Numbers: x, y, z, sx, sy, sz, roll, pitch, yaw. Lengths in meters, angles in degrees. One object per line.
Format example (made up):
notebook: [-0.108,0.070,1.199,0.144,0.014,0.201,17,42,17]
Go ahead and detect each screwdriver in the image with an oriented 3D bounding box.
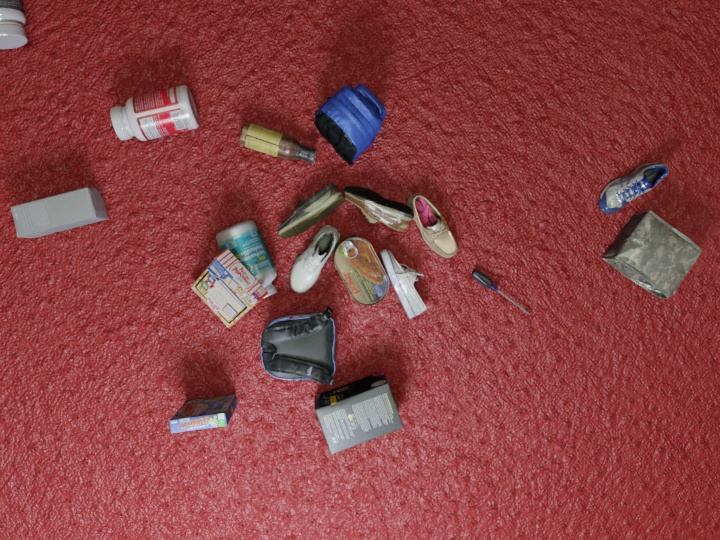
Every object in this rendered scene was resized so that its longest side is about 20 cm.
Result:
screwdriver: [0.386,0.062,1.762,0.200,0.029,0.028,36,89,-8]

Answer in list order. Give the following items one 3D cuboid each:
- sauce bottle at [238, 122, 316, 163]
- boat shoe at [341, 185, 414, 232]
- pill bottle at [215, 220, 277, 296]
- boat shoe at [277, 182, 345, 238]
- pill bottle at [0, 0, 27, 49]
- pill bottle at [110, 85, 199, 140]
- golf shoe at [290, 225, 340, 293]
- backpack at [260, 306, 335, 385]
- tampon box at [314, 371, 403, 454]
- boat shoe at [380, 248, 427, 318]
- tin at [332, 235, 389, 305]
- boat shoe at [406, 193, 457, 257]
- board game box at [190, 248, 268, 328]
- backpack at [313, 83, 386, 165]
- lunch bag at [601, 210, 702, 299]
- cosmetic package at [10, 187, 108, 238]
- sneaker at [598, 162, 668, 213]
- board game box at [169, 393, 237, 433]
sauce bottle: [-0.215,-0.328,1.687,0.200,0.066,0.066,20,91,-5]
boat shoe: [0.040,-0.158,1.704,0.200,0.076,0.074,24,119,7]
pill bottle: [-0.288,-0.022,1.671,0.111,0.111,0.200,-24,94,-2]
boat shoe: [-0.137,-0.159,1.700,0.201,0.072,0.066,-32,73,8]
pill bottle: [-0.907,-0.668,1.605,0.113,0.113,0.200,-14,92,-3]
pill bottle: [-0.523,-0.396,1.640,0.200,0.112,0.112,-14,93,-3]
golf shoe: [-0.125,-0.030,1.688,0.078,0.097,0.200,29,91,-5]
backpack: [-0.164,0.195,1.668,0.190,0.154,0.200,0,86,-12]
tampon box: [-0.007,0.367,1.684,0.200,0.150,0.126,-20,94,-3]
boat shoe: [0.126,0.024,1.717,0.086,0.075,0.202,-26,96,-2]
tin: [0.000,0.000,1.701,0.112,0.042,0.200,-31,111,-10]
boat shoe: [0.193,-0.118,1.717,0.074,0.069,0.200,-38,94,-1]
board game box: [-0.337,0.050,1.634,0.152,0.200,0.046,49,50,-5]
backpack: [-0.024,-0.386,1.628,0.162,0.200,0.168,42,89,-3]
lunch bag: [0.792,-0.039,1.735,0.200,0.118,0.164,36,89,1]
cosmetic package: [-0.762,-0.147,1.639,0.200,0.107,0.090,-12,93,-1]
sneaker: [0.737,-0.229,1.739,0.200,0.088,0.075,-39,96,0]
board game box: [-0.394,0.361,1.634,0.135,0.200,0.035,-7,93,-4]
